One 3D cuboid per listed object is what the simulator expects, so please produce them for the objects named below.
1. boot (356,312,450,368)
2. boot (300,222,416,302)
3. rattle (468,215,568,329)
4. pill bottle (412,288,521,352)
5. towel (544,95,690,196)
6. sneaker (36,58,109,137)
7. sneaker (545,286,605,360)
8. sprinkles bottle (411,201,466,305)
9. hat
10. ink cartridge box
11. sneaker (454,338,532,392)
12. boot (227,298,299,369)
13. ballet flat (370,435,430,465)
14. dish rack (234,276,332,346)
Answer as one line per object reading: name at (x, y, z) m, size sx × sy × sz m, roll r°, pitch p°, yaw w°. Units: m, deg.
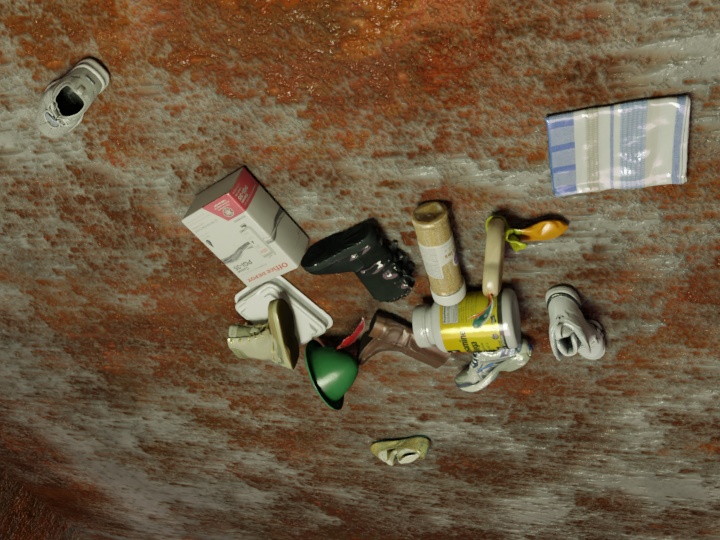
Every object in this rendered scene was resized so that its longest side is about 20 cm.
boot at (0.098, 0.185, 1.327) m, size 0.196 × 0.065 × 0.188 m, roll 19°, pitch 139°, yaw -8°
boot at (0.000, 0.000, 1.161) m, size 0.195 × 0.074 × 0.163 m, roll -20°, pitch 129°, yaw 32°
rattle at (0.260, 0.009, 0.987) m, size 0.140 × 0.202 × 0.132 m, roll 14°, pitch 138°, yaw 3°
pill bottle at (0.206, 0.101, 1.162) m, size 0.196 × 0.114 × 0.114 m, roll -7°, pitch 132°, yaw 24°
towel at (0.382, -0.180, 0.889) m, size 0.195 × 0.024 × 0.149 m, roll -3°, pitch 132°, yaw 21°
sneaker at (-0.514, -0.286, 1.023) m, size 0.198 × 0.083 × 0.075 m, roll -28°, pitch 121°, yaw 37°
sneaker at (0.409, 0.133, 1.128) m, size 0.074 × 0.116 × 0.200 m, roll -20°, pitch 126°, yaw 33°
sprinkles bottle at (0.145, -0.027, 1.085) m, size 0.067 × 0.069 × 0.202 m, roll -3°, pitch 133°, yaw 20°
hat at (-0.013, 0.196, 1.307) m, size 0.174 × 0.200 × 0.168 m, roll -28°, pitch 92°, yaw 13°
ink cartridge box at (-0.216, -0.076, 1.140) m, size 0.145 × 0.084 × 0.200 m, roll -21°, pitch 125°, yaw 33°
sneaker at (0.267, 0.185, 1.269) m, size 0.085 × 0.078 × 0.199 m, roll 41°, pitch 125°, yaw -11°
boot at (-0.221, 0.134, 1.304) m, size 0.151 × 0.073 × 0.203 m, roll 8°, pitch 136°, yaw 14°
ballet flat at (0.101, 0.501, 1.634) m, size 0.197 × 0.072 × 0.071 m, roll -20°, pitch 126°, yaw 33°
dish rack at (-0.179, 0.105, 1.341) m, size 0.170 × 0.044 × 0.199 m, roll -29°, pitch 119°, yaw 38°
